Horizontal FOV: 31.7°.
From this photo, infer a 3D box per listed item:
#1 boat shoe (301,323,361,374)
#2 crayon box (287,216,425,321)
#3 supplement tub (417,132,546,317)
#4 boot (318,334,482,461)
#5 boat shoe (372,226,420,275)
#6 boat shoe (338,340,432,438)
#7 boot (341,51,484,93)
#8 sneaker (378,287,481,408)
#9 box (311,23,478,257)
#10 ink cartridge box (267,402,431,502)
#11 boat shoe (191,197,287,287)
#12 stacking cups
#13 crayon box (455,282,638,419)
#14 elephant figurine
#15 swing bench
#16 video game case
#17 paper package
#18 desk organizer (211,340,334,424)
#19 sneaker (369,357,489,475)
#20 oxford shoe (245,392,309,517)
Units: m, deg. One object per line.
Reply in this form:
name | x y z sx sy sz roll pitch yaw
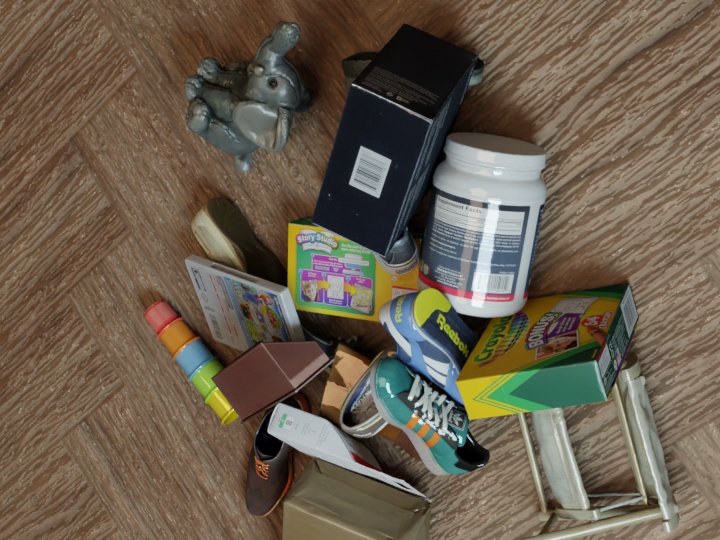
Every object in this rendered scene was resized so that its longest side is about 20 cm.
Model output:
boat shoe | -0.016 0.121 1.719 0.199 0.073 0.063 38 88 15
crayon box | 0.000 0.000 1.677 0.198 0.058 0.120 8 104 25
supplement tub | 0.149 -0.056 1.545 0.139 0.140 0.202 15 107 23
boot | 0.062 0.140 1.648 0.198 0.068 0.190 23 102 11
boat shoe | 0.008 -0.076 1.608 0.071 0.068 0.200 -29 47 -7
boat shoe | 0.048 0.128 1.589 0.072 0.059 0.200 44 95 17
boot | 0.069 -0.208 1.606 0.198 0.068 0.132 5 114 27
sneaker | 0.093 0.097 1.538 0.082 0.074 0.201 -7 131 37
box | 0.040 -0.155 1.500 0.103 0.182 0.201 25 128 8
ink cartridge box | -0.006 0.240 1.676 0.198 0.161 0.051 15 76 22
boat shoe | -0.165 -0.004 1.756 0.065 0.072 0.201 -41 82 39
stacking cups | -0.240 0.130 1.823 0.200 0.060 0.061 47 117 10
crayon box | 0.225 0.093 1.503 0.171 0.200 0.059 -10 110 27
elephant figurine | -0.123 -0.222 1.643 0.198 0.155 0.143 -4 77 36
swing bench | 0.276 0.218 1.552 0.198 0.130 0.201 -13 95 23
video game case | -0.151 0.061 1.724 0.199 0.018 0.144 18 135 41
paper package | -0.010 0.381 1.711 0.189 0.103 0.202 19 127 23
desk organizer | -0.121 0.133 1.676 0.077 0.072 0.200 53 148 -1
sneaker | 0.088 0.173 1.530 0.079 0.072 0.200 -12 131 36
oxford shoe | -0.134 0.266 1.793 0.071 0.072 0.202 22 110 20
